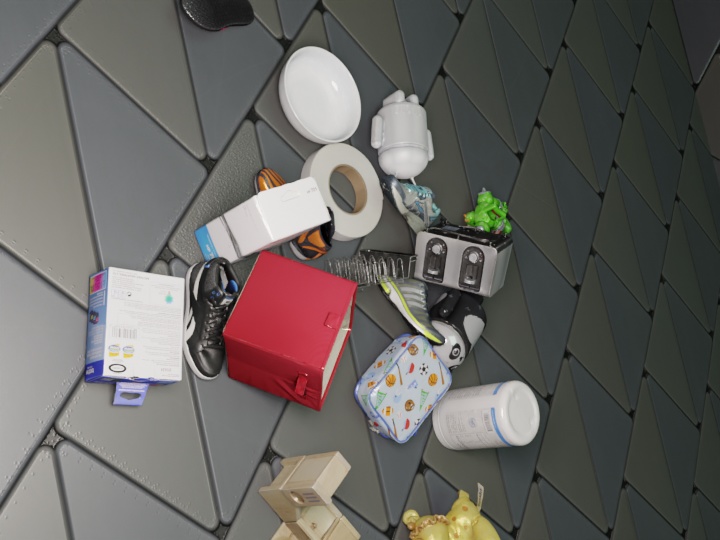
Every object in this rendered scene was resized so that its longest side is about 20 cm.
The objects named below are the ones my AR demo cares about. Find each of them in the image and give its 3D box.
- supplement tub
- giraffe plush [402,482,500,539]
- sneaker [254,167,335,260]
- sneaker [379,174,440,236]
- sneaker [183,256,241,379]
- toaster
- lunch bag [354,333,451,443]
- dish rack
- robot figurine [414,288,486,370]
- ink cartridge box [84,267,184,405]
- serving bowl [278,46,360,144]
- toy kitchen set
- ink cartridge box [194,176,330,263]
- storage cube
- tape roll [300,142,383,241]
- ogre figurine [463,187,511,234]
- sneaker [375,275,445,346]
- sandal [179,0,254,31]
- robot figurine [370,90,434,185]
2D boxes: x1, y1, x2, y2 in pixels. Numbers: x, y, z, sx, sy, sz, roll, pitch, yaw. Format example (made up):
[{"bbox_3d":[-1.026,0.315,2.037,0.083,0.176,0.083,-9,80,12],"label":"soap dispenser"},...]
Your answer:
[{"bbox_3d":[0.264,0.308,1.696,0.131,0.199,0.134,13,70,-39],"label":"supplement tub"},{"bbox_3d":[0.174,0.537,1.597,0.160,0.172,0.204,-8,94,-22],"label":"giraffe plush"},{"bbox_3d":[-0.113,-0.118,1.528,0.201,0.111,0.078,55,49,-16],"label":"sneaker"},{"bbox_3d":[0.109,-0.158,1.725,0.078,0.086,0.200,54,5,36],"label":"sneaker"},{"bbox_3d":[-0.246,0.077,1.351,0.072,0.111,0.203,2,77,-41],"label":"sneaker"},{"bbox_3d":[0.222,-0.031,1.732,0.200,0.178,0.121,-26,128,-65],"label":"toaster"},{"bbox_3d":[0.086,0.240,1.614,0.200,0.075,0.161,-46,115,-23],"label":"lunch bag"},{"bbox_3d":[0.000,0.000,1.579,0.198,0.152,0.056,-11,101,-42],"label":"dish rack"},{"bbox_3d":[0.199,0.126,1.738,0.151,0.124,0.200,51,50,-11],"label":"robot figurine"},{"bbox_3d":[-0.355,0.107,1.266,0.135,0.076,0.203,11,70,-40],"label":"ink cartridge box"},{"bbox_3d":[-0.093,-0.349,1.644,0.198,0.065,0.203,15,68,-40],"label":"serving bowl"},{"bbox_3d":[-0.073,0.444,1.359,0.201,0.179,0.163,52,51,-13],"label":"toy kitchen set"},{"bbox_3d":[-0.172,-0.079,1.401,0.145,0.199,0.087,-24,93,-43],"label":"ink cartridge box"},{"bbox_3d":[-0.119,0.105,1.373,0.177,0.172,0.202,19,59,6],"label":"storage cube"},{"bbox_3d":[-0.036,-0.162,1.664,0.201,0.037,0.206,14,69,-39],"label":"tape roll"},{"bbox_3d":[0.313,-0.112,1.933,0.120,0.097,0.202,47,62,-37],"label":"ogre figurine"},{"bbox_3d":[0.115,0.068,1.651,0.081,0.074,0.201,-37,73,-4],"label":"sneaker"},{"bbox_3d":[-0.277,-0.490,1.537,0.199,0.045,0.076,-26,102,-58],"label":"sandal"},{"bbox_3d":[0.092,-0.288,1.764,0.167,0.113,0.203,6,74,-31],"label":"robot figurine"}]
